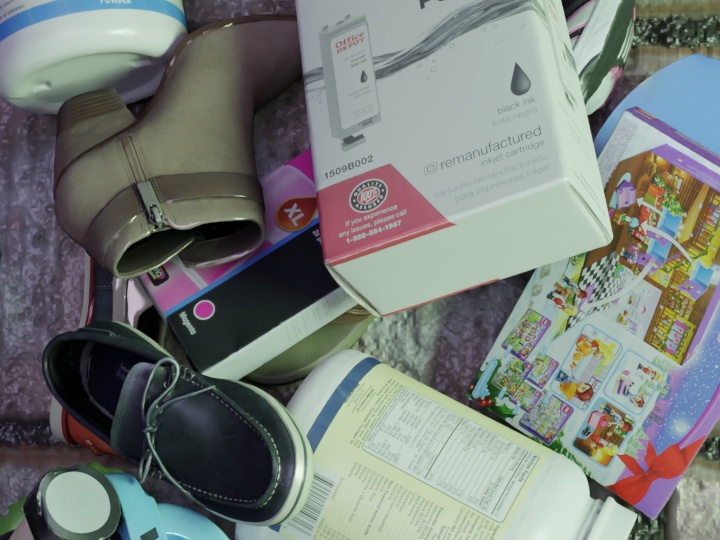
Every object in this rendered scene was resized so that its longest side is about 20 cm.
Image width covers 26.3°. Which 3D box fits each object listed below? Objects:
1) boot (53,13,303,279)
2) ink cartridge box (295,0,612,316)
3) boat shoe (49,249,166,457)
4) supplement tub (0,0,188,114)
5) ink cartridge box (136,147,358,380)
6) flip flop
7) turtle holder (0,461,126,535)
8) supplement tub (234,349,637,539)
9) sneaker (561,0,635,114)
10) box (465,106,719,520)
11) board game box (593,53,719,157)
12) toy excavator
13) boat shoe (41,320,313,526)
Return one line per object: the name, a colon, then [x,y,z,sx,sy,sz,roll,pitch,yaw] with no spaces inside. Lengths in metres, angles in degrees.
boot: [-0.089,-0.070,0.920,0.198,0.071,0.147,-23,50,-11]
ink cartridge box: [0.046,-0.095,0.871,0.145,0.083,0.202,-19,59,19]
boat shoe: [-0.141,0.018,0.974,0.062,0.071,0.202,11,84,22]
supplement tub: [-0.188,-0.214,0.993,0.130,0.132,0.202,-13,80,7]
ink cartridge box: [-0.031,-0.017,0.927,0.199,0.037,0.095,-31,62,-11]
flip flop: [0.000,0.000,0.963,0.199,0.058,0.082,-28,77,4]
turtle holder: [-0.172,0.228,0.928,0.130,0.142,0.187,-4,43,-5]
supplement tub: [0.043,0.149,0.886,0.199,0.145,0.146,26,86,13]
sneaker: [0.107,-0.123,0.941,0.086,0.081,0.201,20,66,17]
box: [0.167,0.025,0.904,0.136,0.039,0.201,33,109,14]
board game box: [0.233,-0.036,0.935,0.198,0.039,0.160,20,89,16]
toy excavator: [-0.085,0.199,0.845,0.100,0.198,0.196,-50,53,41]
boat shoe: [-0.105,0.082,0.846,0.199,0.062,0.075,28,102,38]
